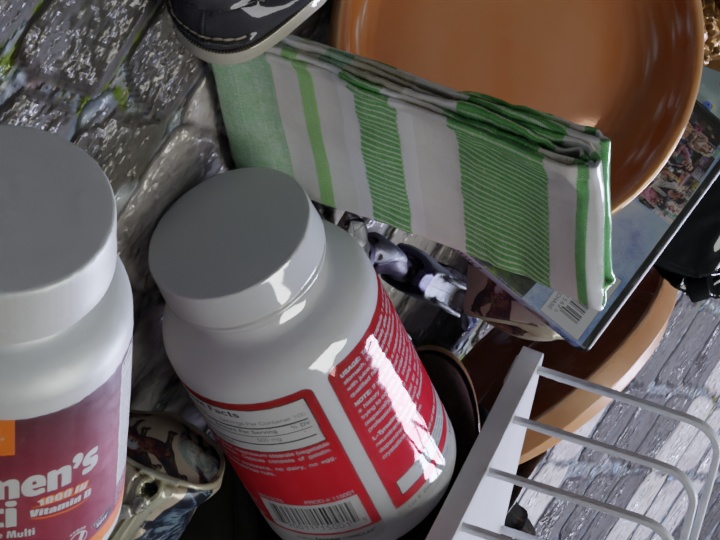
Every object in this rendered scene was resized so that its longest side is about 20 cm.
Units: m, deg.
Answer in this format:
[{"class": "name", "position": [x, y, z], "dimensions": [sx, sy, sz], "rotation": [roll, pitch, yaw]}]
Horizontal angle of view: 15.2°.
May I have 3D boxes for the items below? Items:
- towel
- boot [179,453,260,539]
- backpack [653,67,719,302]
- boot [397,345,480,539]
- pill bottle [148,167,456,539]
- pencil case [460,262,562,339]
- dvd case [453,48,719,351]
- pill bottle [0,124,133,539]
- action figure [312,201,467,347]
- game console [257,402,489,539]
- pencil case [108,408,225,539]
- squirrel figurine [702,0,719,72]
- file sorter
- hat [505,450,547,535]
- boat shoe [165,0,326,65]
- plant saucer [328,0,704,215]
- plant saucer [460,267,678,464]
[{"class": "towel", "position": [0.024, -0.049, 1.273], "dimensions": [0.153, 0.200, 0.023], "rotation": [77, 35, -62]}, {"class": "boot", "position": [-0.126, 0.188, 1.489], "dimensions": [0.200, 0.138, 0.077], "rotation": [-23, 147, 21]}, {"class": "backpack", "position": [0.193, -0.081, 1.677], "dimensions": [0.127, 0.167, 0.200], "rotation": [-54, 174, 22]}, {"class": "boot", "position": [0.019, 0.146, 1.472], "dimensions": [0.166, 0.072, 0.200], "rotation": [-46, 149, -83]}, {"class": "pill bottle", "position": [-0.032, 0.045, 1.364], "dimensions": [0.112, 0.112, 0.200], "rotation": [-48, 138, -21]}, {"class": "pencil case", "position": [0.098, -0.063, 1.470], "dimensions": [0.089, 0.078, 0.200], "rotation": [-167, -99, -76]}, {"class": "dvd case", "position": [0.084, -0.074, 1.403], "dimensions": [0.143, 0.200, 0.018], "rotation": [-53, -168, -8]}, {"class": "pill bottle", "position": [-0.151, 0.039, 1.139], "dimensions": [0.110, 0.110, 0.200], "rotation": [-42, 156, -33]}, {"class": "action figure", "position": [0.000, 0.000, 1.487], "dimensions": [0.130, 0.069, 0.200], "rotation": [-48, 156, 5]}, {"class": "game console", "position": [-0.004, 0.164, 1.667], "dimensions": [0.200, 0.176, 0.116], "rotation": [-53, 131, -10]}, {"class": "pencil case", "position": [-0.146, 0.165, 1.387], "dimensions": [0.200, 0.078, 0.089], "rotation": [-61, 176, 13]}, {"class": "squirrel figurine", "position": [0.210, -0.212, 1.539], "dimensions": [0.187, 0.141, 0.200], "rotation": [-68, 164, 11]}, {"class": "file sorter", "position": [0.103, 0.168, 1.450], "dimensions": [0.200, 0.124, 0.139], "rotation": [-58, 162, -49]}, {"class": "hat", "position": [0.053, 0.186, 1.737], "dimensions": [0.200, 0.081, 0.201], "rotation": [-32, -165, 10]}, {"class": "boat shoe", "position": [-0.009, -0.175, 1.191], "dimensions": [0.200, 0.073, 0.063], "rotation": [-46, 161, -13]}, {"class": "plant saucer", "position": [0.076, -0.114, 1.363], "dimensions": [0.200, 0.200, 0.037], "rotation": [-54, -161, -6]}, {"class": "plant saucer", "position": [0.121, 0.063, 1.721], "dimensions": [0.200, 0.032, 0.200], "rotation": [-36, -164, 12]}]
